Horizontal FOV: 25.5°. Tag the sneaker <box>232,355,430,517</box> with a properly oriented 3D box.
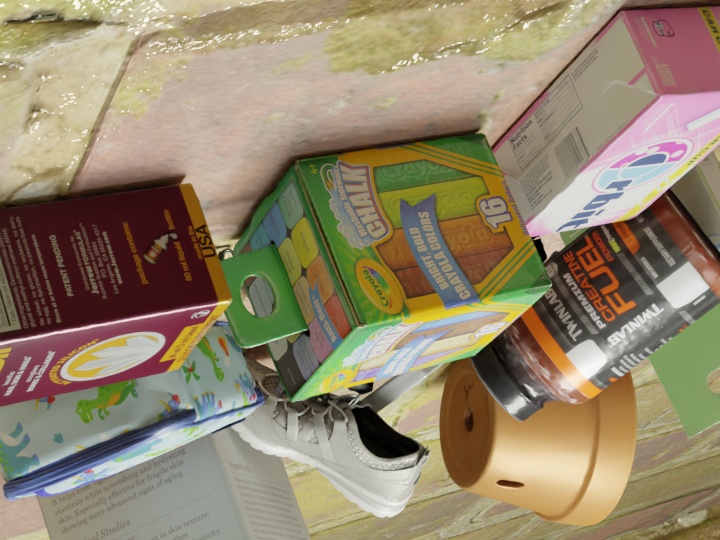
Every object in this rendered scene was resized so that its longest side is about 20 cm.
[{"bbox_3d":[-0.030,0.119,1.321,0.082,0.199,0.075,-55,-172,36],"label":"sneaker"}]

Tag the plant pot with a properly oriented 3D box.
[{"bbox_3d":[0.168,0.154,1.600,0.139,0.201,0.200,4,153,-20],"label":"plant pot"}]

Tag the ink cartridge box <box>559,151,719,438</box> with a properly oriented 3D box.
[{"bbox_3d":[0.263,0.019,1.289,0.048,0.201,0.145,-5,155,-47],"label":"ink cartridge box"}]

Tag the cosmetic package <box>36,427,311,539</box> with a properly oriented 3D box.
[{"bbox_3d":[-0.154,0.212,1.350,0.167,0.201,0.166,-26,161,12],"label":"cosmetic package"}]

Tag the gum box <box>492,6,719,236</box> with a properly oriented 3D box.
[{"bbox_3d":[0.179,-0.096,1.085,0.113,0.066,0.200,-8,157,-32],"label":"gum box"}]

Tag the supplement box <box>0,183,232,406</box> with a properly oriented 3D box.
[{"bbox_3d":[-0.193,0.020,0.956,0.199,0.086,0.110,-10,159,-31],"label":"supplement box"}]

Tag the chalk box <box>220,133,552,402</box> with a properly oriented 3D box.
[{"bbox_3d":[0.000,0.000,1.061,0.199,0.125,0.124,-12,159,-31],"label":"chalk box"}]

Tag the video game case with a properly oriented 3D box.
[{"bbox_3d":[0.064,0.079,1.411,0.143,0.018,0.200,-39,175,41],"label":"video game case"}]

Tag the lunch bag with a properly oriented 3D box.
[{"bbox_3d":[-0.172,0.101,1.155,0.160,0.083,0.200,-22,176,15],"label":"lunch bag"}]

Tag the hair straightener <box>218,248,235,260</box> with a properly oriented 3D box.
[{"bbox_3d":[-0.176,0.034,1.110,0.199,0.041,0.077,-26,176,-5],"label":"hair straightener"}]

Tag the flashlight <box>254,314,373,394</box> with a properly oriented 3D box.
[{"bbox_3d":[-0.028,0.048,1.266,0.068,0.068,0.200,-58,163,0],"label":"flashlight"}]

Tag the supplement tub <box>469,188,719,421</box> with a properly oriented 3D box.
[{"bbox_3d":[0.181,0.030,1.219,0.200,0.107,0.107,-39,158,12],"label":"supplement tub"}]

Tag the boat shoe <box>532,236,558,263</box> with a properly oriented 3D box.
[{"bbox_3d":[0.079,0.010,1.258,0.093,0.075,0.200,-43,167,35],"label":"boat shoe"}]
